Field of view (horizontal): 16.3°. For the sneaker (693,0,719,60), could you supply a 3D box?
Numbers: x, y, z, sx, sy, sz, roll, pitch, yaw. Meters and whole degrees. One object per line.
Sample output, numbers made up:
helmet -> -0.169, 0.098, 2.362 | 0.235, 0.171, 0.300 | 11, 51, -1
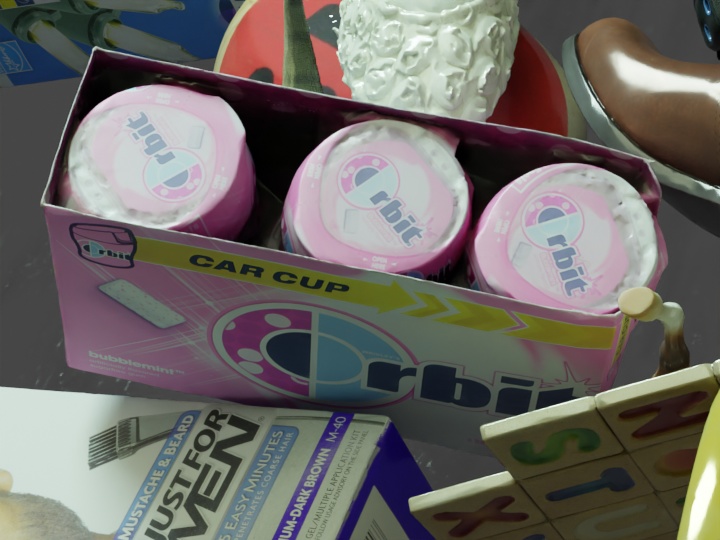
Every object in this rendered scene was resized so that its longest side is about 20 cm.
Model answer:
sneaker -> 0.127, -0.131, 1.009 | 0.200, 0.073, 0.113 | -15, 77, 55

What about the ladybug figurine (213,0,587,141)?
ladybug figurine -> 0.009, -0.068, 1.007 | 0.136, 0.072, 0.200 | -41, 42, -15

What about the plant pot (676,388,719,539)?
plant pot -> 0.171, 0.136, 0.624 | 0.188, 0.201, 0.201 | 7, 49, 13

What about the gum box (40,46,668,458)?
gum box -> 0.000, 0.000, 0.851 | 0.199, 0.114, 0.066 | 11, 61, 4

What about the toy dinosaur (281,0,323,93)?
toy dinosaur -> -0.036, -0.012, 0.954 | 0.088, 0.047, 0.201 | -14, 81, 37

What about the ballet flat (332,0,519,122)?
ballet flat -> 0.027, -0.129, 0.959 | 0.071, 0.072, 0.201 | -13, 37, 17

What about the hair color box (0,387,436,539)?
hair color box -> -0.082, 0.104, 0.886 | 0.199, 0.065, 0.110 | 1, 49, 32

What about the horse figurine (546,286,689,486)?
horse figurine -> 0.128, 0.027, 0.763 | 0.199, 0.133, 0.050 | -31, 59, 0

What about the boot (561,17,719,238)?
boot -> 0.181, -0.091, 0.884 | 0.200, 0.068, 0.188 | -49, 40, 10

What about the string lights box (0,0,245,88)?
string lights box -> -0.106, -0.147, 1.130 | 0.199, 0.103, 0.059 | -6, 44, 25

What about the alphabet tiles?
alphabet tiles -> 0.123, 0.061, 0.740 | 0.199, 0.166, 0.006 | -16, 60, 14
